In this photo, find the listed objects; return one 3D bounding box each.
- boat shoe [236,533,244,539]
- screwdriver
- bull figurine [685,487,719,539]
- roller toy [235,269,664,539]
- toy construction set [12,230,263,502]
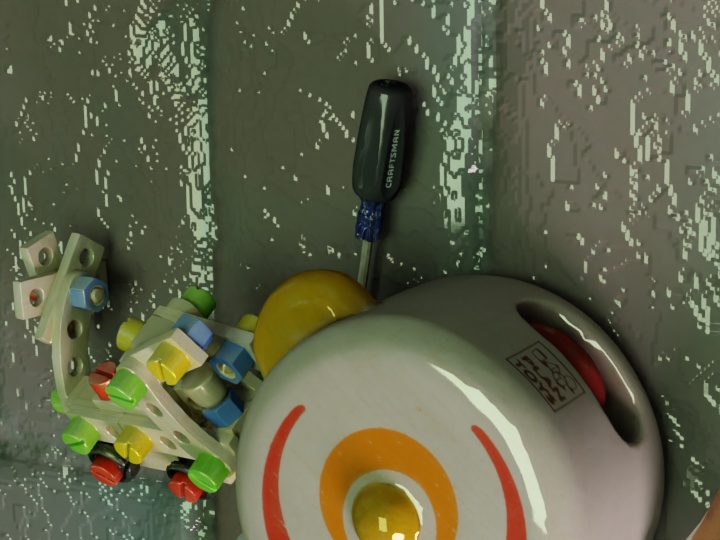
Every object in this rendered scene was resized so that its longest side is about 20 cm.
[{"bbox_3d":[-0.006,0.222,1.071,0.075,0.086,0.202,-57,43,32],"label":"boat shoe"},{"bbox_3d":[0.000,0.000,1.040,0.028,0.029,0.200,19,110,26],"label":"screwdriver"},{"bbox_3d":[0.197,0.134,0.934,0.121,0.065,0.200,29,117,18],"label":"bull figurine"},{"bbox_3d":[0.040,0.099,0.972,0.182,0.140,0.200,5,103,29],"label":"roller toy"},{"bbox_3d":[-0.116,0.053,1.068,0.200,0.092,0.131,23,152,49],"label":"toy construction set"}]
